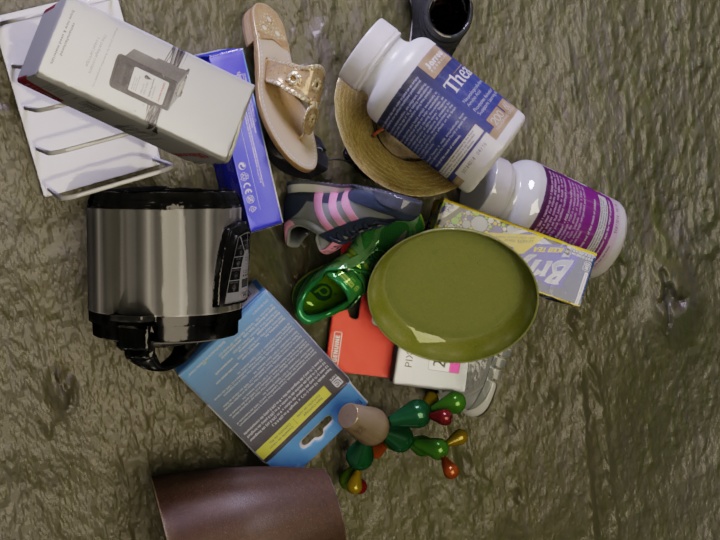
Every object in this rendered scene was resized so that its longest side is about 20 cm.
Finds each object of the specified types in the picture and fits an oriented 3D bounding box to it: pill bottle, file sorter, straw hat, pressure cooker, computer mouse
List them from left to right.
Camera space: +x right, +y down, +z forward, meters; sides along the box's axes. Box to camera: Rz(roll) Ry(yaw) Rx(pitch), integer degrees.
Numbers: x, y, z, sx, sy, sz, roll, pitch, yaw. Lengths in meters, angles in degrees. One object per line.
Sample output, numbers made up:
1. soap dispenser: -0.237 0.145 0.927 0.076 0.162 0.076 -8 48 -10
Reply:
1. file sorter: -0.294 -0.190 1.328 0.138 0.124 0.202 -18 104 -19
2. pressure cooker: -0.214 0.009 1.363 0.174 0.178 0.202 -2 95 -32
3. computer mouse: -0.032 -0.135 1.452 0.199 0.034 0.059 3 58 -46
4. straw hat: 0.050 -0.168 1.488 0.199 0.085 0.203 5 70 -14
5. pill bottle: 0.078 -0.190 1.395 0.199 0.111 0.111 38 84 -1
6. pill bottle: 0.228 -0.072 1.560 0.199 0.112 0.113 22 90 -24

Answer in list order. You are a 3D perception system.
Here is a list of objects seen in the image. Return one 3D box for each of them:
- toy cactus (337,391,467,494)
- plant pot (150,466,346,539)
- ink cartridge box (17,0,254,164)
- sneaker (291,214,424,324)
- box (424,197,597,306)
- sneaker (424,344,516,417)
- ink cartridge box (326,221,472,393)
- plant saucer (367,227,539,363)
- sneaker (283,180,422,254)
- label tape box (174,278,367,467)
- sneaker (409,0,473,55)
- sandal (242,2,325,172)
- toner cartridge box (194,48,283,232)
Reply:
1. toy cactus: 0.033 0.207 1.493 0.199 0.103 0.165 -30 142 26
2. plant pot: -0.123 0.301 1.428 0.198 0.187 0.189 -15 104 -12
3. ink cartridge box: -0.220 -0.181 1.212 0.199 0.145 0.084 23 86 -24
4. sneaker: 0.000 0.000 1.462 0.200 0.084 0.074 -42 106 17
5. box: 0.173 -0.021 1.472 0.198 0.064 0.071 19 90 -8
6. sneaker: 0.134 0.081 1.570 0.115 0.075 0.202 17 93 -21
7. ink cartridge box: 0.055 0.038 1.515 0.172 0.044 0.202 8 91 -7
8. plant saucer: 0.107 0.024 1.438 0.198 0.031 0.201 3 129 4
9. sneaker: -0.011 -0.056 1.425 0.070 0.199 0.083 13 86 -45
10. label tape box: -0.108 0.133 1.482 0.143 0.066 0.200 -43 114 -5
11. sneaker: 0.094 -0.336 1.448 0.070 0.099 0.202 2 76 -17
12. sandal: -0.074 -0.220 1.381 0.077 0.069 0.213 8 58 -48
13. toner cartridge box: -0.143 -0.149 1.410 0.043 0.095 0.202 -17 105 -18
